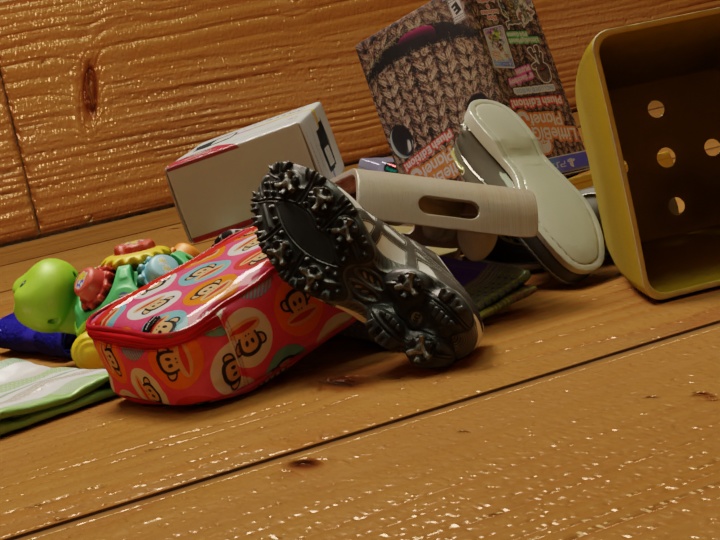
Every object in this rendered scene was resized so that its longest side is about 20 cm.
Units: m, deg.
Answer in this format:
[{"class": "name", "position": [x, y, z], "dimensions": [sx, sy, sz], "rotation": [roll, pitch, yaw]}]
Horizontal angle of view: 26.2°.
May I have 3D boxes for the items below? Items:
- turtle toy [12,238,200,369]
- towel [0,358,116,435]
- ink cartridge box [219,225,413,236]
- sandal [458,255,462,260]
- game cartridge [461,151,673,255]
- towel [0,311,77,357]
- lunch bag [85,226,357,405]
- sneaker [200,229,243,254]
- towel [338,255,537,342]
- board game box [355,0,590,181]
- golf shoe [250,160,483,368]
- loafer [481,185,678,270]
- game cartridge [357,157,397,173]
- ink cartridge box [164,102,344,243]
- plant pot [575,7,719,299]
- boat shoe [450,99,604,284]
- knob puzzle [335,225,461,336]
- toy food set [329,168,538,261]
[{"class": "turtle toy", "position": [-0.215, 0.027, 1.392], "dimensions": [0.200, 0.101, 0.146], "rotation": [-11, 7, 10]}, {"class": "towel", "position": [-0.286, 0.098, 1.254], "dimensions": [0.149, 0.031, 0.200], "rotation": [-19, 10, -40]}, {"class": "ink cartridge box", "position": [-0.029, -0.042, 1.644], "dimensions": [0.200, 0.088, 0.145], "rotation": [-9, 7, 43]}, {"class": "sandal", "position": [0.003, 0.000, 1.450], "dimensions": [0.203, 0.050, 0.082], "rotation": [-14, 8, -20]}, {"class": "game cartridge", "position": [0.188, -0.064, 1.548], "dimensions": [0.176, 0.032, 0.200], "rotation": [-16, -7, -31]}, {"class": "towel", "position": [-0.277, 0.045, 1.565], "dimensions": [0.148, 0.050, 0.200], "rotation": [-16, 8, -33]}, {"class": "lunch bag", "position": [-0.103, 0.029, 1.186], "dimensions": [0.200, 0.082, 0.176], "rotation": [-31, 19, -32]}, {"class": "sneaker", "position": [-0.109, -0.003, 1.532], "dimensions": [0.081, 0.074, 0.200], "rotation": [-9, -1, -30]}, {"class": "towel", "position": [0.027, 0.017, 1.252], "dimensions": [0.144, 0.023, 0.200], "rotation": [-24, 22, -32]}, {"class": "board game box", "position": [0.107, -0.160, 1.511], "dimensions": [0.097, 0.200, 0.159], "rotation": [-14, -7, -44]}, {"class": "golf shoe", "position": [0.005, -0.001, 1.107], "dimensions": [0.078, 0.200, 0.094], "rotation": [-52, -20, 14]}, {"class": "loafer", "position": [0.185, -0.033, 1.370], "dimensions": [0.200, 0.070, 0.070], "rotation": [-16, 8, 40]}, {"class": "game cartridge", "position": [0.109, -0.094, 1.742], "dimensions": [0.200, 0.038, 0.130], "rotation": [20, 12, 34]}, {"class": "ink cartridge box", "position": [-0.104, -0.104, 1.588], "dimensions": [0.146, 0.083, 0.200], "rotation": [-19, 10, 8]}, {"class": "plant pot", "position": [0.271, -0.094, 1.220], "dimensions": [0.200, 0.200, 0.176], "rotation": [-13, 1, -8]}, {"class": "boat shoe", "position": [0.140, -0.060, 1.328], "dimensions": [0.072, 0.202, 0.060], "rotation": [-3, -42, -34]}, {"class": "knob puzzle", "position": [-0.014, 0.016, 1.353], "dimensions": [0.220, 0.030, 0.220], "rotation": [-5, 26, 3]}, {"class": "toy food set", "position": [0.044, -0.038, 1.253], "dimensions": [0.143, 0.060, 0.200], "rotation": [6, -4, -13]}]
